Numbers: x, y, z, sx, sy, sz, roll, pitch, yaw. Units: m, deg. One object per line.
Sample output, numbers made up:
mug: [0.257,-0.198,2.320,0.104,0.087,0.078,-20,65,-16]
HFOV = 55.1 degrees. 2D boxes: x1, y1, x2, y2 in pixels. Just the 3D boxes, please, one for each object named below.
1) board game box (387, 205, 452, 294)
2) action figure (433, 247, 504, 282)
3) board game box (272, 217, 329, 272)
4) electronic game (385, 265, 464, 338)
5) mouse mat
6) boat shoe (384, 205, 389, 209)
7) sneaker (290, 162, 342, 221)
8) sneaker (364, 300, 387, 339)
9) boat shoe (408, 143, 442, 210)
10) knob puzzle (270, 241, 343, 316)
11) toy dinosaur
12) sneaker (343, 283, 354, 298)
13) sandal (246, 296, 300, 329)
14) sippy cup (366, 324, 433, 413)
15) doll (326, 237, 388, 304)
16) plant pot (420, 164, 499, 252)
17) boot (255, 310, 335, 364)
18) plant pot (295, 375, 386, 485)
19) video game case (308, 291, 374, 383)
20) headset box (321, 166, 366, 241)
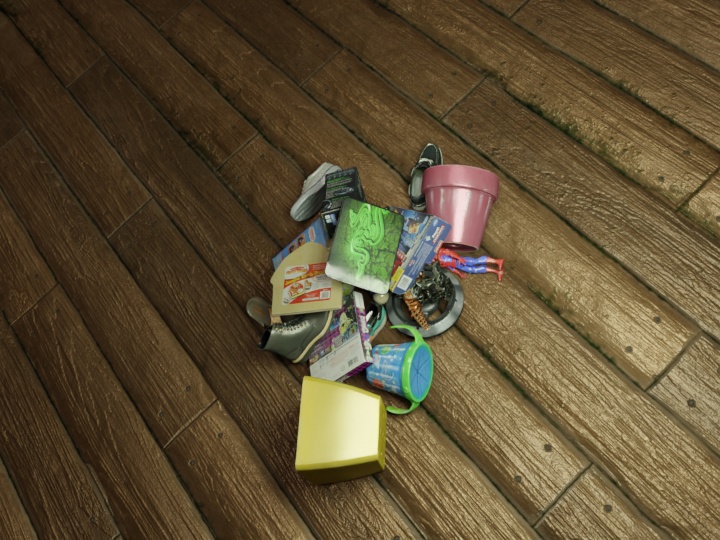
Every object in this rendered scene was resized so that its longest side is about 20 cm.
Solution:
board game box: [0.107,-0.067,1.670,0.203,0.061,0.200,-60,30,12]
action figure: [0.253,-0.016,1.708,0.195,0.066,0.052,13,55,21]
board game box: [-0.147,-0.017,1.800,0.199,0.036,0.154,-38,52,32]
electronic game: [0.158,0.076,1.707,0.195,0.042,0.204,-8,55,12]
mouse mat: [0.012,-0.059,1.609,0.157,0.008,0.205,16,73,-9]
boat shoe: [0.110,-0.097,1.788,0.066,0.074,0.199,-47,52,3]
sneaker: [-0.133,-0.220,1.935,0.070,0.074,0.200,29,67,36]
sneaker: [-0.005,0.163,1.694,0.070,0.080,0.203,22,74,25]
boat shoe: [0.176,-0.263,1.854,0.074,0.061,0.205,3,66,19]
knob puzzle: [-0.125,0.019,1.692,0.214,0.031,0.224,-8,55,11]
toy dinosaur: [0.148,0.051,1.663,0.133,0.102,0.205,-22,70,19]
sneaker: [-0.072,0.031,1.795,0.200,0.076,0.104,-44,47,-13]
sandal: [-0.228,0.122,1.784,0.197,0.054,0.084,26,106,27]
sippy cup: [0.086,0.229,1.613,0.128,0.140,0.181,4,57,30]
doll: [0.000,0.000,1.661,0.048,0.137,0.200,-40,103,10]
plant pot: [0.241,-0.146,1.714,0.195,0.200,0.184,4,81,19]
boot: [-0.153,0.129,1.672,0.077,0.136,0.203,41,107,51]
plant pot: [-0.034,0.365,1.550,0.171,0.201,0.205,0,64,9]
video game case: [-0.055,0.178,1.673,0.199,0.035,0.185,-37,52,37]
headset box: [-0.030,-0.140,1.764,0.090,0.177,0.202,-12,37,10]
